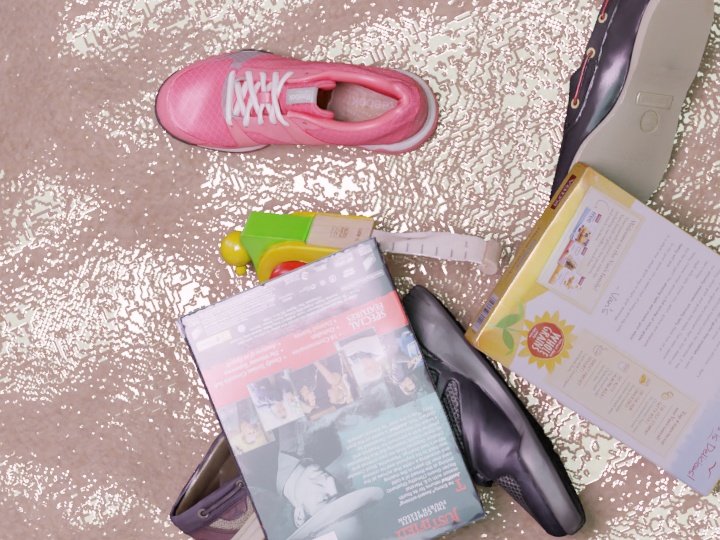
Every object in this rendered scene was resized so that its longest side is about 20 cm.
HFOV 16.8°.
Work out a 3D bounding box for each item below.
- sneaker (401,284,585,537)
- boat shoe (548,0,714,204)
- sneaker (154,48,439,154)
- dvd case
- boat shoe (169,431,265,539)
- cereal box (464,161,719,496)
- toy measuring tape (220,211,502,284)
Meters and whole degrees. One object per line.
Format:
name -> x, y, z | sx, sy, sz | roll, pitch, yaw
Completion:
sneaker -> 0.063, 0.119, 1.667 | 0.114, 0.076, 0.200 | -41, 81, 5
boat shoe -> 0.177, -0.111, 1.672 | 0.073, 0.063, 0.203 | 13, 104, -35
sneaker -> -0.047, -0.121, 1.681 | 0.199, 0.087, 0.074 | 1, 87, 6
dvd case -> -0.019, 0.097, 1.619 | 0.145, 0.022, 0.201 | -23, 89, 2
boat shoe -> -0.062, 0.107, 1.662 | 0.065, 0.072, 0.201 | 24, 108, -28
cereal box -> 0.190, 0.040, 1.646 | 0.199, 0.040, 0.144 | 34, 92, -12
toy measuring tape -> 0.000, 0.000, 1.675 | 0.199, 0.074, 0.074 | 6, 88, 13
